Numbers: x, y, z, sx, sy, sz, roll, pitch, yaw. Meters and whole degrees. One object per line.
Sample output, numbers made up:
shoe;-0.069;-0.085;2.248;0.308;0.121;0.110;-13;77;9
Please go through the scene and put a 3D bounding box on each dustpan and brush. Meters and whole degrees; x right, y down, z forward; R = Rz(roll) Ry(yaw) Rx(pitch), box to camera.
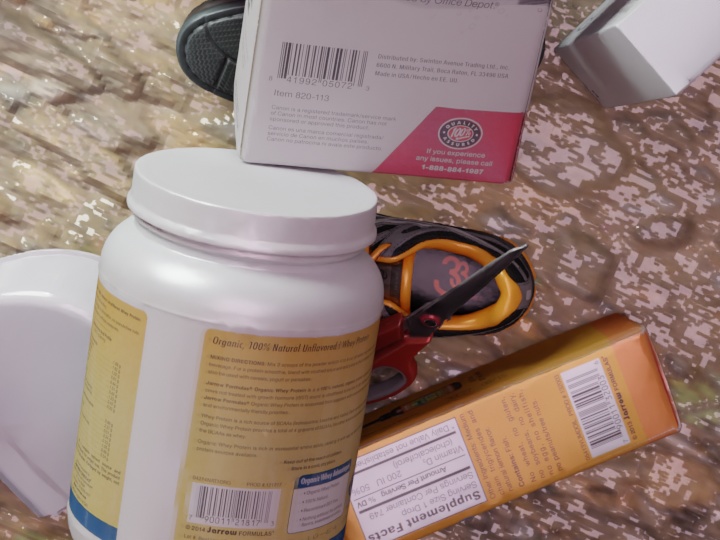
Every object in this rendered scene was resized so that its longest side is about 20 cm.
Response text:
dustpan and brush;-0.139;0.027;1.214;0.200;0.057;0.140;-35;106;25

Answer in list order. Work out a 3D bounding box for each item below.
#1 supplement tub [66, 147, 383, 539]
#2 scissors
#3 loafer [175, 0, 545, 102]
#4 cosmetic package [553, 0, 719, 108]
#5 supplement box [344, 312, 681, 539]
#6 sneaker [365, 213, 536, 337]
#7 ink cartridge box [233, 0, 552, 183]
supplement tub;-0.066;0.051;1.133;0.144;0.145;0.201;8;106;-5
scissors;0.036;0.030;1.188;0.073;0.200;0.014;36;49;-30
loafer;0.000;-0.130;1.237;0.199;0.063;0.072;-1;124;-1
cosmetic package;0.184;-0.153;1.169;0.151;0.200;0.052;-44;94;-2
supplement box;0.070;0.091;1.242;0.199;0.067;0.069;-20;98;-2
sneaker;0.000;0.000;1.226;0.199;0.077;0.079;1;95;-2
ink cartridge box;0.021;-0.152;1.122;0.146;0.083;0.201;5;124;-9
